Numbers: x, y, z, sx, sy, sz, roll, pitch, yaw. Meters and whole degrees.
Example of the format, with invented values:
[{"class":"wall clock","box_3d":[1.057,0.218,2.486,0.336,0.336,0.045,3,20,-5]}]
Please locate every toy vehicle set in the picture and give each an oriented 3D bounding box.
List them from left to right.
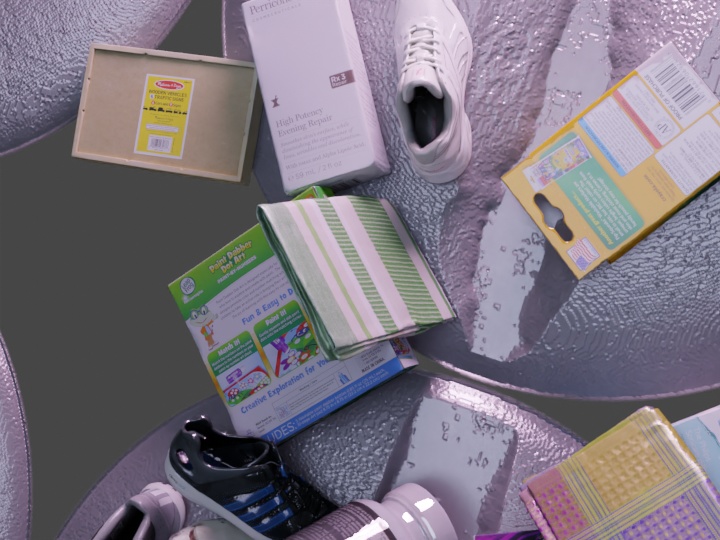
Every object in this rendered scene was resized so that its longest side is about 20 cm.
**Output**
[{"class":"toy vehicle set","box_3d":[-0.202,-0.165,1.225,0.198,0.026,0.126,10,88,16]}]

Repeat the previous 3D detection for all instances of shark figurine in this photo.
[{"class":"shark figurine","box_3d":[-0.091,0.308,1.145,0.214,0.128,0.090,37,121,-3]}]

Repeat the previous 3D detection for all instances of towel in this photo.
[{"class":"towel","box_3d":[0.000,0.000,1.074,0.023,0.199,0.153,-35,76,34]},{"class":"towel","box_3d":[0.230,0.215,0.949,0.143,0.023,0.201,-32,48,2]}]

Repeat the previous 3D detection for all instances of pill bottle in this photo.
[{"class":"pill bottle","box_3d":[-0.014,0.278,1.049,0.199,0.116,0.117,-24,77,-28]}]

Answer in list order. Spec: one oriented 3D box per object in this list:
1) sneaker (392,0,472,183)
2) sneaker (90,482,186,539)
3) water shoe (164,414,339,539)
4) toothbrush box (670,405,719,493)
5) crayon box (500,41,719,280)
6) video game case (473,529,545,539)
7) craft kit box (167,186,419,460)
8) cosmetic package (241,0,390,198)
[{"class":"sneaker","box_3d":[0.067,-0.190,1.117,0.077,0.099,0.202,-10,83,14]},{"class":"sneaker","box_3d":[-0.246,0.309,1.152,0.074,0.115,0.202,17,90,16]},{"class":"water shoe","box_3d":[-0.091,0.208,1.112,0.199,0.072,0.079,24,126,-3]},{"class":"toothbrush box","box_3d":[0.279,0.215,1.034,0.199,0.085,0.147,-25,79,13]},{"class":"crayon box","box_3d":[0.248,-0.098,1.086,0.199,0.052,0.126,-38,77,8]},{"class":"video game case","box_3d":[0.189,0.300,0.950,0.198,0.036,0.183,-10,55,22]},{"class":"craft kit box","box_3d":[-0.070,0.052,1.143,0.199,0.048,0.199,-31,81,23]},{"class":"cosmetic package","box_3d":[-0.044,-0.181,1.161,0.101,0.074,0.202,-17,83,13]}]
